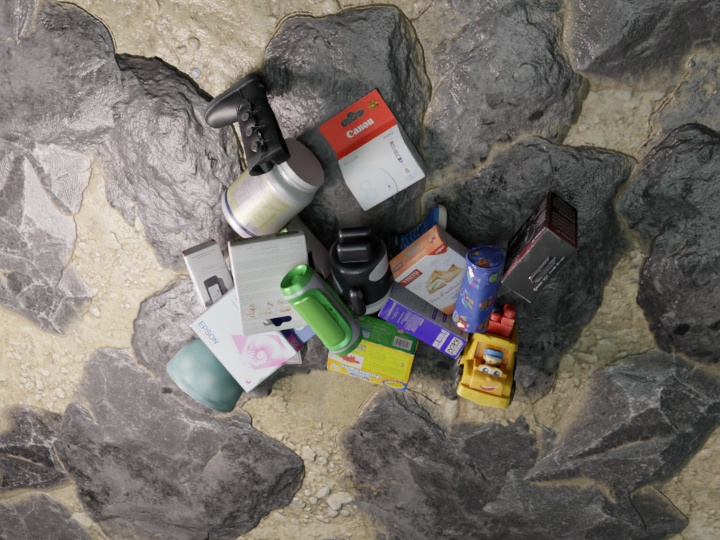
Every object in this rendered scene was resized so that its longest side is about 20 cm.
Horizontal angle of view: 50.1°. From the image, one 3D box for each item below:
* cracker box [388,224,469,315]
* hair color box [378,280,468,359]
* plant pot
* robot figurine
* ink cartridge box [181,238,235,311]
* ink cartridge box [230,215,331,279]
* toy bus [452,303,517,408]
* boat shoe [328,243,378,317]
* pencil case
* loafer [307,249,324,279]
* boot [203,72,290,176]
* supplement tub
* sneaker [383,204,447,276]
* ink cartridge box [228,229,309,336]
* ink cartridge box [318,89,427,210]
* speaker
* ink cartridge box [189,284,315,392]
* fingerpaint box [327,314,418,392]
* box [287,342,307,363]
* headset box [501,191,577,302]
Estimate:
[{"bbox_3d":[0.173,0.004,1.626,0.134,0.058,0.199,-38,133,23],"label":"cracker box"},{"bbox_3d":[0.147,0.101,1.718,0.198,0.110,0.065,28,122,0],"label":"hair color box"},{"bbox_3d":[-0.357,0.234,1.900,0.199,0.200,0.135,37,94,-6],"label":"plant pot"},{"bbox_3d":[-0.002,0.001,1.610,0.124,0.150,0.202,29,148,32],"label":"robot figurine"},{"bbox_3d":[-0.325,0.042,1.726,0.082,0.145,0.203,-22,102,-13],"label":"ink cartridge box"},{"bbox_3d":[-0.179,-0.007,1.763,0.199,0.084,0.146,-34,105,28],"label":"ink cartridge box"},{"bbox_3d":[0.288,0.173,1.673,0.134,0.200,0.194,17,114,3],"label":"toy bus"},{"bbox_3d":[-0.013,0.019,1.749,0.067,0.072,0.202,12,136,48],"label":"boat shoe"},{"bbox_3d":[0.240,0.039,1.579,0.077,0.087,0.202,-17,137,-23],"label":"pencil case"},{"bbox_3d":[-0.113,0.041,1.677,0.069,0.075,0.202,-8,115,22],"label":"loafer"},{"bbox_3d":[-0.236,-0.277,1.578,0.164,0.065,0.202,-34,67,29],"label":"boot"},{"bbox_3d":[-0.185,-0.170,1.640,0.199,0.145,0.145,-38,103,29],"label":"supplement tub"},{"bbox_3d":[0.109,-0.061,1.653,0.110,0.077,0.202,14,128,-8],"label":"sneaker"},{"bbox_3d":[-0.183,0.025,1.613,0.160,0.050,0.203,-9,112,-10],"label":"ink cartridge box"},{"bbox_3d":[0.022,-0.245,1.597,0.159,0.047,0.201,-27,110,27],"label":"ink cartridge box"},{"bbox_3d":[-0.079,0.083,1.587,0.088,0.089,0.201,-25,118,26],"label":"speaker"},{"bbox_3d":[-0.227,0.125,1.648,0.199,0.043,0.197,-39,100,6],"label":"ink cartridge box"},{"bbox_3d":[0.029,0.186,1.791,0.197,0.074,0.168,16,141,7],"label":"fingerpaint box"},{"bbox_3d":[-0.193,0.112,1.749,0.115,0.060,0.202,-1,121,15],"label":"box"},{"bbox_3d":[0.356,-0.044,1.526,0.077,0.201,0.149,32,121,-5],"label":"headset box"}]
